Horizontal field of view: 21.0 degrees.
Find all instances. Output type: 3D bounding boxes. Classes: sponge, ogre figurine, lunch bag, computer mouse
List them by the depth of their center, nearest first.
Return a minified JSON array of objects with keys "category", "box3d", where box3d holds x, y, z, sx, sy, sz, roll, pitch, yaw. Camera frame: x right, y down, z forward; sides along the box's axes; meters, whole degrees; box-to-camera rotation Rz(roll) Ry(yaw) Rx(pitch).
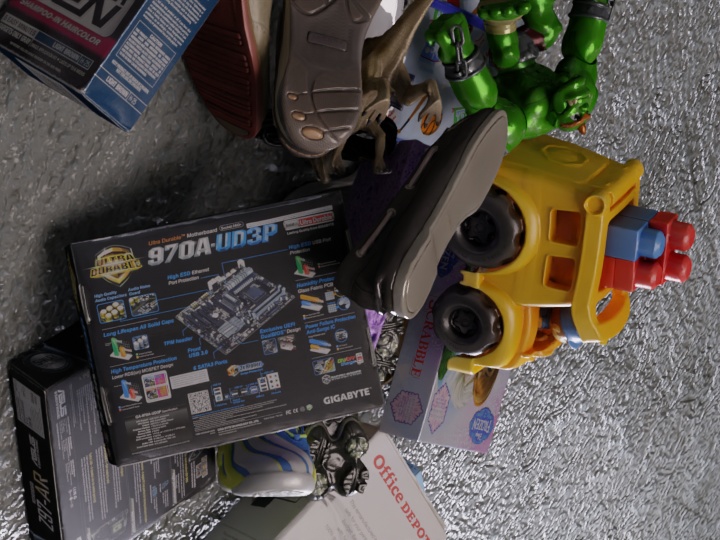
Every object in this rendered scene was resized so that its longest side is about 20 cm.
[{"category":"computer mouse","box3d":[-0.009,-0.179,1.431,0.044,0.109,0.201,-61,165,-76]},{"category":"sponge","box3d":[0.000,0.000,1.470,0.030,0.112,0.201,22,85,-19]},{"category":"ogre figurine","box3d":[0.133,-0.162,1.510,0.200,0.098,0.120,-42,127,-58]},{"category":"lunch bag","box3d":[0.060,-0.174,1.544,0.200,0.075,0.161,12,104,-58]}]

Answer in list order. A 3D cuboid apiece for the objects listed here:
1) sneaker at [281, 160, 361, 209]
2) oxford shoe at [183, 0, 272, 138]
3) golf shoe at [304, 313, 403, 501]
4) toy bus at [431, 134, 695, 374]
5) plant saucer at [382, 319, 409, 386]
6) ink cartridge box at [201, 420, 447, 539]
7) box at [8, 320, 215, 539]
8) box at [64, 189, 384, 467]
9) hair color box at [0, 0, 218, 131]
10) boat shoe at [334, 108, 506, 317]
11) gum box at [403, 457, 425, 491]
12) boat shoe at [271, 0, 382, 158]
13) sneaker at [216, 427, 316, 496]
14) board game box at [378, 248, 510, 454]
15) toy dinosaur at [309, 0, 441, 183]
[{"category":"sneaker","box3d":[-0.004,-0.035,1.558,0.200,0.079,0.074,-30,138,-32]},{"category":"oxford shoe","box3d":[-0.079,-0.182,1.348,0.075,0.070,0.200,-42,145,-35]},{"category":"golf shoe","box3d":[-0.024,0.087,1.589,0.077,0.088,0.201,6,109,-24]},{"category":"toy bus","box3d":[0.170,-0.003,1.581,0.136,0.191,0.201,-39,140,-58]},{"category":"plant saucer","box3d":[0.010,0.038,1.680,0.200,0.035,0.201,-35,141,-35]},{"category":"ink cartridge box","box3d":[-0.038,0.244,1.696,0.200,0.084,0.146,-45,124,-23]},{"category":"box","box3d":[-0.182,0.118,1.468,0.160,0.043,0.200,-34,140,-35]},{"category":"box","box3d":[-0.095,0.040,1.368,0.199,0.046,0.160,-12,91,-13]},{"category":"hair color box","box3d":[-0.136,-0.198,1.224,0.200,0.100,0.061,-56,147,-6]},{"category":"boat shoe","box3d":[0.045,-0.050,1.373,0.067,0.057,0.200,83,30,-46]},{"category":"gum box","box3d":[-0.012,0.294,1.847,0.200,0.044,0.170,-42,144,-25]},{"category":"boat shoe","box3d":[-0.030,-0.172,1.364,0.073,0.074,0.201,146,-41,-66]},{"category":"sneaker","box3d":[-0.078,0.116,1.523,0.075,0.200,0.105,1,94,-13]},{"category":"board game box","box3d":[0.093,0.059,1.737,0.200,0.041,0.200,19,86,-67]},{"category":"toy dinosaur","box3d":[0.014,-0.136,1.377,0.058,0.101,0.200,21,115,-35]}]
